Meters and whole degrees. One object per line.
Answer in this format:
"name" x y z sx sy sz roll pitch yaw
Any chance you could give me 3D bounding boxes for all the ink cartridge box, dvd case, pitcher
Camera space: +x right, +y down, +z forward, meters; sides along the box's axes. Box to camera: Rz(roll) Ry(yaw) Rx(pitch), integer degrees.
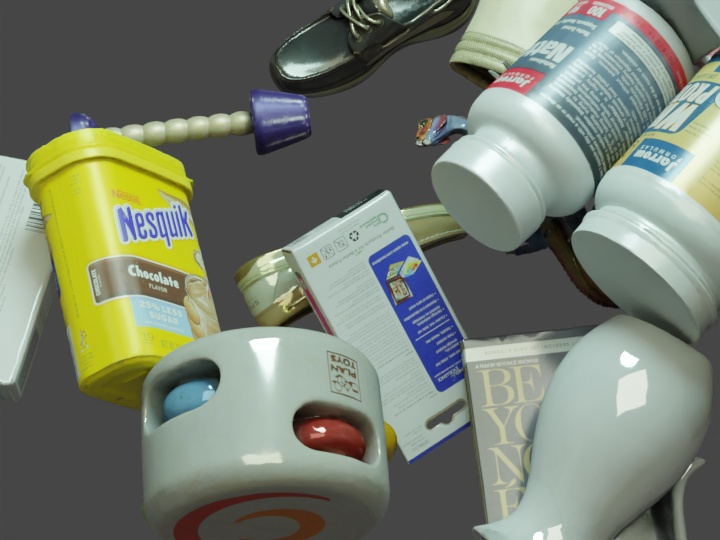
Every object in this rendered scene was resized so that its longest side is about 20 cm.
"ink cartridge box" 0.026 0.045 1.669 0.095 0.037 0.200 -32 101 -15
"dvd case" 0.164 0.143 1.644 0.148 0.016 0.200 -6 73 -4
"ink cartridge box" -0.336 -0.005 1.725 0.176 0.045 0.200 12 64 6
"pitcher" 0.202 0.151 1.586 0.171 0.121 0.200 31 84 -16

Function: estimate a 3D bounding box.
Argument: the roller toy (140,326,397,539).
"roller toy" -0.070 0.127 1.581 0.200 0.183 0.140 -4 63 -2

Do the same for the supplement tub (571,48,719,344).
"supplement tub" 0.268 -0.058 1.578 0.145 0.145 0.200 38 75 18

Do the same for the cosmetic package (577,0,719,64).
"cosmetic package" 0.250 -0.215 1.659 0.071 0.200 0.101 -35 91 -11

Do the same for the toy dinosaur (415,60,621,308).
"toy dinosaur" 0.117 -0.064 1.747 0.105 0.200 0.181 -28 30 -8

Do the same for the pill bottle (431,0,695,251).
"pill bottle" 0.153 -0.112 1.623 0.120 0.120 0.200 39 67 18

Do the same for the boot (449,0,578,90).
"boot" 0.188 -0.201 1.808 0.200 0.073 0.156 22 72 -2

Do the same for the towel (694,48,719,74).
"towel" 0.270 -0.224 1.780 0.146 0.030 0.200 26 79 -5

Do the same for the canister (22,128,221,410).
"canister" -0.181 0.004 1.667 0.086 0.148 0.200 -28 64 25

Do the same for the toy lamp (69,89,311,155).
"toy lamp" -0.142 -0.119 1.777 0.200 0.058 0.058 -6 63 0

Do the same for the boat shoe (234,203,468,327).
"boat shoe" 0.000 0.000 1.713 0.200 0.074 0.066 -19 79 -9

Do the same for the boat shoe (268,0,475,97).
"boat shoe" 0.008 -0.219 1.815 0.200 0.073 0.075 -30 67 -14
